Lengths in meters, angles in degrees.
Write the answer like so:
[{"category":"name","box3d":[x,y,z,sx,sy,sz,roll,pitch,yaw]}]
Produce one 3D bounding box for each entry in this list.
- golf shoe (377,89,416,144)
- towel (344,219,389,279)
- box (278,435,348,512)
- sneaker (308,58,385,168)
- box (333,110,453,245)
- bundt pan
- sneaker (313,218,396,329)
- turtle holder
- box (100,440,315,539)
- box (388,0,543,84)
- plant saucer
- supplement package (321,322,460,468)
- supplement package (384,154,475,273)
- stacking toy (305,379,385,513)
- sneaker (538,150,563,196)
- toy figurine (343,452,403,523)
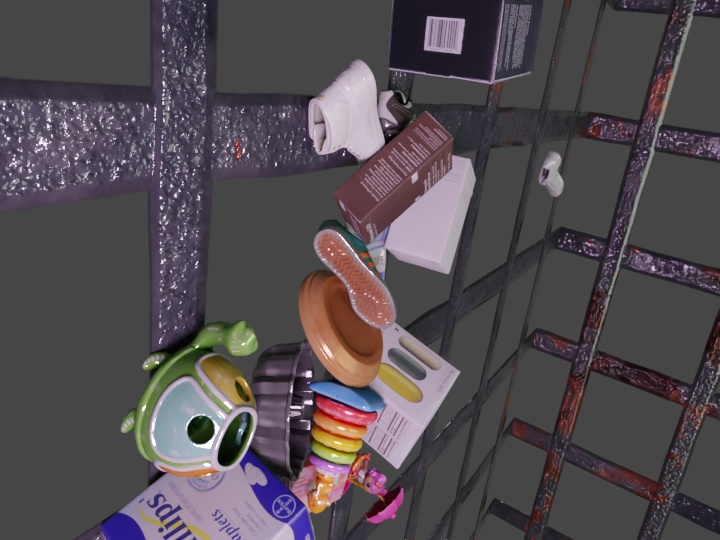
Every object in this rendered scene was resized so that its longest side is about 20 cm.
[{"category":"golf shoe","box3d":[0.079,-0.261,0.986,0.199,0.075,0.098,-16,108,-68]},{"category":"towel","box3d":[0.011,-0.041,1.047,0.146,0.023,0.206,-26,128,-52]},{"category":"box","box3d":[-0.105,0.354,0.986,0.199,0.100,0.097,16,92,-62]},{"category":"sneaker","box3d":[-0.026,-0.204,0.857,0.115,0.073,0.202,-42,148,-17]},{"category":"box","box3d":[0.056,-0.146,0.904,0.199,0.075,0.100,-41,161,-4]},{"category":"bundt pan","box3d":[-0.121,0.205,0.844,0.202,0.073,0.209,3,90,-86]},{"category":"sneaker","box3d":[0.000,0.000,0.924,0.202,0.070,0.080,56,22,-18]},{"category":"turtle holder","box3d":[-0.187,0.164,0.701,0.187,0.129,0.143,-53,146,-29]},{"category":"box","box3d":[-0.189,0.342,0.718,0.198,0.182,0.107,-35,137,-32]},{"category":"box","box3d":[0.179,-0.399,0.955,0.195,0.196,0.128,-29,131,-50]},{"category":"plant saucer","box3d":[-0.022,0.086,0.916,0.200,0.037,0.204,44,30,-33]},{"category":"supplement package","box3d":[0.047,0.212,1.036,0.151,0.198,0.153,-41,159,-42]},{"category":"supplement package","box3d":[0.139,-0.115,1.106,0.121,0.117,0.206,32,75,-70]},{"category":"stacking toy","box3d":[-0.042,0.282,0.894,0.110,0.113,0.206,28,77,-69]},{"category":"sneaker","box3d":[0.674,-0.328,2.024,0.089,0.074,0.202,-46,139,-16]},{"category":"toy figurine","box3d":[0.002,0.412,1.125,0.150,0.180,0.205,-41,138,-42]}]
